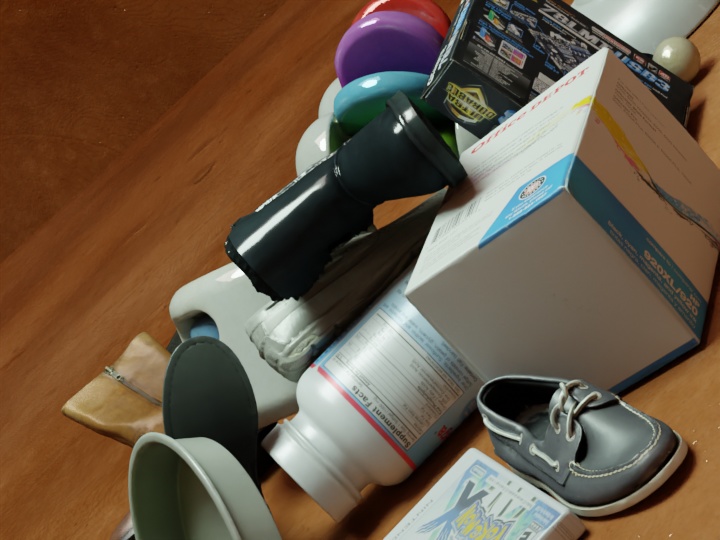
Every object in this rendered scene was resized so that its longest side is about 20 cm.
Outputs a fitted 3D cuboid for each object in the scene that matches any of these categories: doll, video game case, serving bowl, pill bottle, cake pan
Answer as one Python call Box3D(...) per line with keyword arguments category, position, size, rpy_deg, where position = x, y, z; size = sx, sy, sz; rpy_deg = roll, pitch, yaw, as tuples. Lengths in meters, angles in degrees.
Box3D(category="doll", position=(0.196, -0.152, 1.885), size=(0.199, 0.049, 0.136), rpy_deg=(-21, -9, 33))
Box3D(category="video game case", position=(0.044, 0.202, 1.435), size=(0.182, 0.022, 0.200), rpy_deg=(-46, 15, -6))
Box3D(category="serving bowl", position=(0.246, -0.244, 2.027), size=(0.200, 0.066, 0.200), rpy_deg=(-39, 15, 13))
Box3D(category="pill bottle", position=(0.025, 0.084, 1.633), size=(0.200, 0.109, 0.109), rpy_deg=(-45, 15, -3))
Box3D(category="cake pan", position=(-0.098, 0.200, 1.518), size=(0.037, 0.202, 0.200), rpy_deg=(-19, 3, -26))

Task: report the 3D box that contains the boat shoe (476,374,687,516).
Box3D(category="boat shoe", position=(0.130, 0.102, 1.396), size=(0.073, 0.063, 0.200), rpy_deg=(-45, 17, -14))

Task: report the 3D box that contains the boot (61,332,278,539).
Box3D(category="boot", position=(-0.191, 0.149, 1.905), size=(0.199, 0.069, 0.188), rpy_deg=(28, 68, 38))

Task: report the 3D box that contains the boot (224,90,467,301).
Box3D(category="boot", position=(-0.014, -0.045, 1.582), size=(0.168, 0.077, 0.200), rpy_deg=(-40, 6, -1))

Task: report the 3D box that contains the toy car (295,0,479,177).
Box3D(category="toy car", position=(0.037, -0.140, 1.769), size=(0.174, 0.151, 0.200), rpy_deg=(-8, 25, 17))

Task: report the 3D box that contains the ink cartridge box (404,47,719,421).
Box3D(category="ink cartridge box", position=(0.147, -0.022, 1.530), size=(0.147, 0.145, 0.200), rpy_deg=(-35, 18, 32))

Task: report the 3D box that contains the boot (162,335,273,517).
Box3D(category="boot", position=(-0.115, 0.142, 1.673), size=(0.069, 0.202, 0.174), rpy_deg=(-13, 6, -11))

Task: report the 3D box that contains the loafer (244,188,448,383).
Box3D(category="loafer", position=(0.000, 0.000, 1.684), size=(0.200, 0.070, 0.070), rpy_deg=(-38, -29, -17))

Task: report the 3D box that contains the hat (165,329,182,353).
Box3D(category="hat", position=(-0.140, 0.096, 2.079), size=(0.201, 0.081, 0.201), rpy_deg=(-46, 12, 13))

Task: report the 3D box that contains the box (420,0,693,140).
Box3D(category="box", position=(0.155, -0.134, 1.705), size=(0.050, 0.199, 0.199), rpy_deg=(-53, 9, 31))

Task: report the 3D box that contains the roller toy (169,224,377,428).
Box3D(category="roller toy", position=(-0.052, 0.038, 1.795), size=(0.199, 0.141, 0.182), rpy_deg=(-23, -1, 20))
